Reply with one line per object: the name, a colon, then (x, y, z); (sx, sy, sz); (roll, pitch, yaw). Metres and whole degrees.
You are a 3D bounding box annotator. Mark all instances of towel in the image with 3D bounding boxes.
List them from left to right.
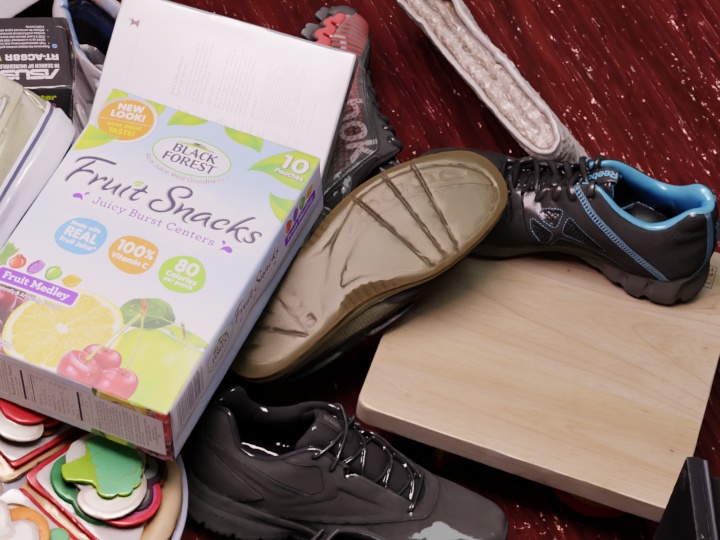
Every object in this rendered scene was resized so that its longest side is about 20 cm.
towel: (0.089, -0.129, 1.629); (0.034, 0.132, 0.200); (-41, 65, 6)

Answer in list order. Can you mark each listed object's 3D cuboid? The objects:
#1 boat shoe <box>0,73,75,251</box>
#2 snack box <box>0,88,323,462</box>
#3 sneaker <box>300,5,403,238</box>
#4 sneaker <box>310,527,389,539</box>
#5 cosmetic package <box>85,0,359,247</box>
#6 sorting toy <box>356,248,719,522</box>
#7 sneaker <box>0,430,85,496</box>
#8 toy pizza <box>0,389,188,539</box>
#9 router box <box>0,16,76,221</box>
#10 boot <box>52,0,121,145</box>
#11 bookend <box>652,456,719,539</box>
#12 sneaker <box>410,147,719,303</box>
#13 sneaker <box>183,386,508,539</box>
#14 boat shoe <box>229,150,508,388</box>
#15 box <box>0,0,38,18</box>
boat shoe: (-0.240, -0.025, 1.416); (0.062, 0.072, 0.200); (38, 63, -18)
snack box: (-0.126, -0.002, 1.405); (0.142, 0.053, 0.200); (20, 55, 15)
sneaker: (-0.012, -0.089, 1.613); (0.097, 0.071, 0.201); (14, 54, 1)
sneaker: (-0.055, 0.184, 1.380); (0.199, 0.099, 0.071); (2, 54, -7)
cosmetic package: (-0.099, -0.057, 1.518); (0.150, 0.052, 0.201); (17, 92, 1)
sorting toy: (0.116, 0.057, 1.524); (0.199, 0.070, 0.199); (19, 53, 4)
sneaker: (-0.207, 0.143, 1.410); (0.090, 0.075, 0.200); (36, 49, 26)
toy pizza: (-0.194, 0.114, 1.366); (0.199, 0.032, 0.201); (7, 47, -8)
router box: (-0.278, -0.083, 1.514); (0.199, 0.150, 0.062); (-2, 52, -11)
boot: (-0.153, -0.095, 1.578); (0.073, 0.096, 0.200); (-22, 60, -24)
bookend: (0.257, 0.201, 1.355); (0.199, 0.199, 0.092); (4, 50, -7)
sneaker: (0.125, -0.047, 1.508); (0.199, 0.082, 0.073); (14, 54, 3)
sneaker: (-0.008, 0.125, 1.435); (0.199, 0.091, 0.076); (13, 39, -1)
boat shoe: (0.000, 0.001, 1.473); (0.201, 0.066, 0.072); (-36, 76, -8)
box: (-0.284, -0.286, 1.600); (0.198, 0.201, 0.131); (20, 47, 41)
